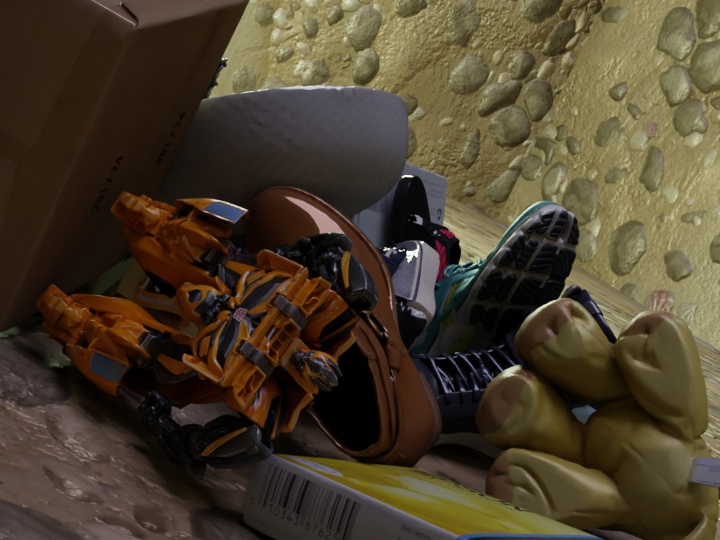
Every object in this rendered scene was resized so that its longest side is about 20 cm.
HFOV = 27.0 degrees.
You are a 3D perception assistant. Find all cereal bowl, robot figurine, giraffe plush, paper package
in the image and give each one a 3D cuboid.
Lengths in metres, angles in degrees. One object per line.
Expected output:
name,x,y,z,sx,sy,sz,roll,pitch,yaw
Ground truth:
cereal bowl,-0.061,-0.064,1.032,0.198,0.084,0.200,-8,-6,-1
robot figurine,-0.083,0.024,0.782,0.199,0.146,0.058,18,-23,47
giraffe plush,0.185,0.128,1.012,0.199,0.174,0.162,25,-10,20
paper package,-0.174,-0.089,0.871,0.103,0.201,0.191,30,20,6

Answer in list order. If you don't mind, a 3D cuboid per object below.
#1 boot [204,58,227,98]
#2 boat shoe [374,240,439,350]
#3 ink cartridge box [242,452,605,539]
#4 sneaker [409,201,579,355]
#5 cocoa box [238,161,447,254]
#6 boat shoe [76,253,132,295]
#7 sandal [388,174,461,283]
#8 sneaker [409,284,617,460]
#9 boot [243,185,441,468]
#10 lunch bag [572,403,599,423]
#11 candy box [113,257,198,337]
boot,-0.152,-0.099,1.232,0.199,0.175,0.069,20,9,-39
boat shoe,0.000,0.000,1.045,0.092,0.075,0.200,35,9,-7
ink cartridge box,0.076,0.143,0.751,0.196,0.048,0.199,16,3,37
sneaker,0.087,0.020,1.146,0.077,0.200,0.080,18,30,-39
cocoa box,-0.025,-0.029,1.239,0.130,0.135,0.200,6,-1,23
boat shoe,-0.184,-0.032,1.075,0.063,0.071,0.200,28,9,1
sandal,0.062,0.010,1.221,0.045,0.202,0.075,2,33,24
sneaker,0.099,0.064,1.072,0.201,0.146,0.077,18,37,-45
boot,-0.025,0.028,0.871,0.201,0.076,0.155,64,10,11
lunch bag,0.163,0.110,1.263,0.160,0.083,0.200,27,5,16
candy box,-0.073,0.038,1.030,0.115,0.056,0.200,32,8,19
